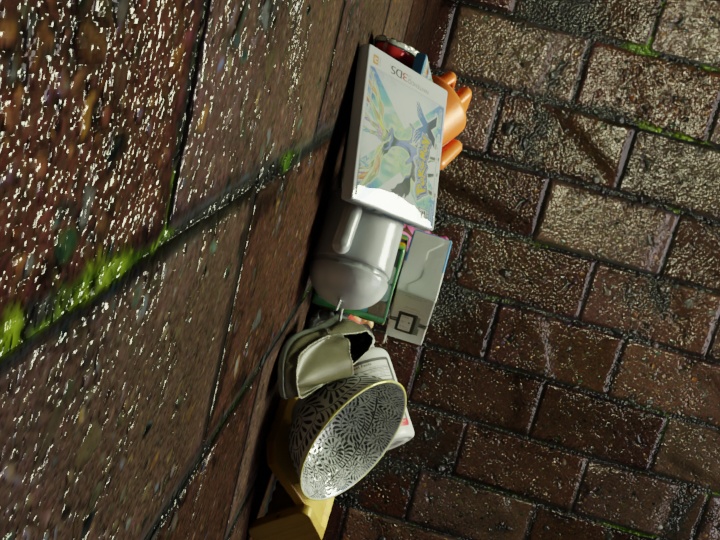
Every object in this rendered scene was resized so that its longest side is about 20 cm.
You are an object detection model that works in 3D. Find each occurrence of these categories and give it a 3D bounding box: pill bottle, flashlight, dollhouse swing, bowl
[{"bbox_3d":[0.009,0.197,1.528,0.111,0.109,0.203,97,-24,-70],"label":"pill bottle"},{"bbox_3d":[-0.049,0.077,1.501,0.200,0.067,0.069,-86,-164,-79],"label":"flashlight"},{"bbox_3d":[-0.122,0.284,1.393,0.180,0.176,0.202,-25,-150,34],"label":"dollhouse swing"},{"bbox_3d":[-0.037,0.213,1.293,0.199,0.094,0.203,-33,142,-30],"label":"bowl"}]

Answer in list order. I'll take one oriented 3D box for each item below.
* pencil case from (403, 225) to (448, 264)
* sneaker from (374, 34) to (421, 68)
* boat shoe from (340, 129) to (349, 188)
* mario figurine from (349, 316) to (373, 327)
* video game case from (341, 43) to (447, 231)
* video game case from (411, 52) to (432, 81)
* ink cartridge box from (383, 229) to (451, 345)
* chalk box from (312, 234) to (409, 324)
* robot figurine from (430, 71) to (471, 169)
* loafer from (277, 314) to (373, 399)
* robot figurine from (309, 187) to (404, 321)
[{"bbox_3d":[0.064,-0.056,1.608,0.094,0.197,0.092,159,-47,-76],"label":"pencil case"},{"bbox_3d":[0.042,-0.274,1.362,0.200,0.076,0.086,92,19,-74],"label":"sneaker"},{"bbox_3d":[0.012,-0.172,1.349,0.204,0.064,0.075,101,5,-48],"label":"boat shoe"},{"bbox_3d":[-0.001,0.073,1.850,0.124,0.104,0.202,56,29,-38],"label":"mario figurine"},{"bbox_3d":[0.050,-0.170,1.217,0.181,0.022,0.204,16,78,-49],"label":"video game case"},{"bbox_3d":[0.080,-0.220,1.368,0.200,0.017,0.146,41,65,-79],"label":"video game case"},{"bbox_3d":[0.091,0.040,1.507,0.201,0.067,0.118,101,7,-61],"label":"ink cartridge box"},{"bbox_3d":[0.000,0.000,1.447,0.200,0.122,0.127,-53,160,-79],"label":"chalk box"},{"bbox_3d":[0.097,-0.244,1.530,0.199,0.145,0.116,-39,-154,-16],"label":"robot figurine"},{"bbox_3d":[-0.044,0.112,1.232,0.200,0.069,0.077,-38,129,-55],"label":"loafer"},{"bbox_3d":[-0.005,-0.034,1.259,0.170,0.111,0.203,48,55,-67],"label":"robot figurine"}]
